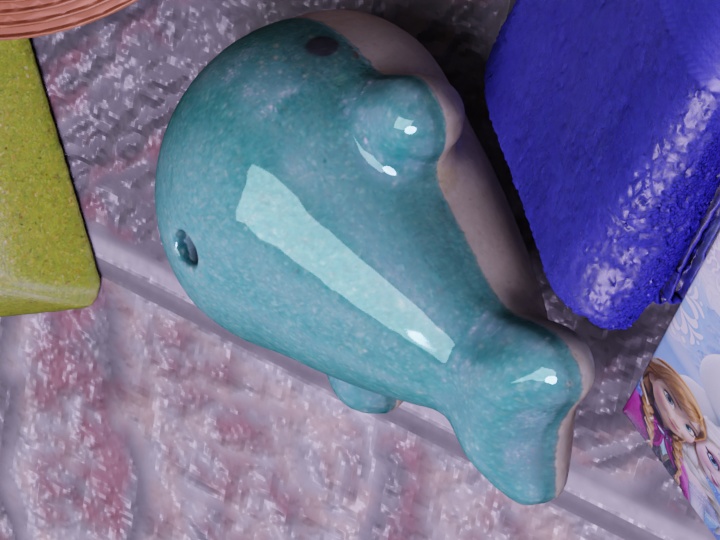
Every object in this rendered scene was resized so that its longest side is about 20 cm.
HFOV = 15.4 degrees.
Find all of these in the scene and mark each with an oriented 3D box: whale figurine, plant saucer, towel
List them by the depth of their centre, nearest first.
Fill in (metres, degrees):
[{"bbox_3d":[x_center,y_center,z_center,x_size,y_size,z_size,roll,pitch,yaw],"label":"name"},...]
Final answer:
[{"bbox_3d":[0.109,-0.095,0.852,0.148,0.049,0.200,-104,34,-47],"label":"towel"},{"bbox_3d":[0.000,0.000,0.937,0.200,0.103,0.159,52,148,32],"label":"whale figurine"},{"bbox_3d":[-0.222,-0.065,1.142,0.199,0.048,0.201,-6,105,38],"label":"plant saucer"}]

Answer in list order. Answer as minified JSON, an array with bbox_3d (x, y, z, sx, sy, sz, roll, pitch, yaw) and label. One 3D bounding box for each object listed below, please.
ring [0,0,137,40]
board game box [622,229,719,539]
[{"bbox_3d":[-0.129,-0.164,0.958,0.019,0.200,0.201,-108,32,-51],"label":"ring"},{"bbox_3d":[0.172,0.079,0.833,0.200,0.043,0.199,54,161,16],"label":"board game box"}]
